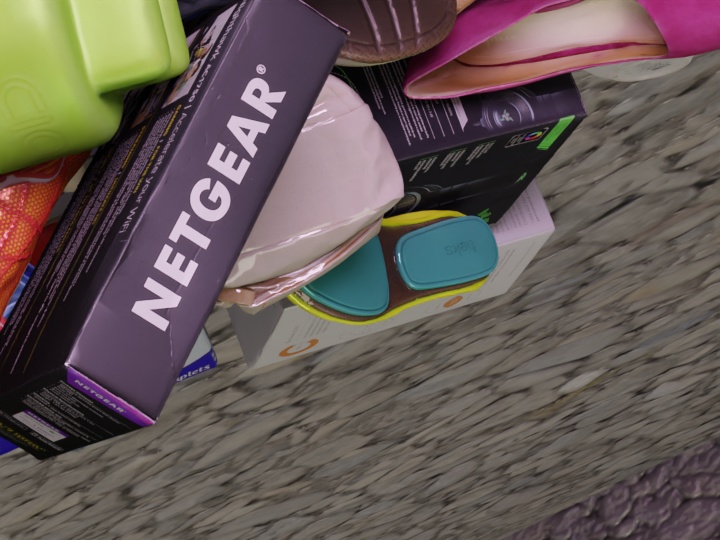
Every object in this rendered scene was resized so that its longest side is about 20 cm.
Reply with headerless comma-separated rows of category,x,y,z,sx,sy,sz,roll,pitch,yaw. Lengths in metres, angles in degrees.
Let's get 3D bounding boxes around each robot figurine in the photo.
robot figurine,-0.179,-0.096,0.985,0.199,0.116,0.175,-13,-174,8

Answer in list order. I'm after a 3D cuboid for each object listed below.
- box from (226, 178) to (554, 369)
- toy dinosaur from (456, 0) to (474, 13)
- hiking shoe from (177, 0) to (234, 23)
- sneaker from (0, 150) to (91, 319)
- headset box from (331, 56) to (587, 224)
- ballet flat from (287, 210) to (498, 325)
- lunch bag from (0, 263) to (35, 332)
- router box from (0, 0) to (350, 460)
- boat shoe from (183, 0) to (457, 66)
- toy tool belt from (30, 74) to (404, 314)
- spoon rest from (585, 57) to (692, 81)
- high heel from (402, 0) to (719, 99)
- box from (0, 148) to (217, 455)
box,0.010,-0.022,1.539,0.199,0.098,0.124,-17,164,-19
toy dinosaur,0.116,-0.198,1.199,0.106,0.061,0.200,4,142,-31
hiking shoe,-0.037,-0.159,1.059,0.199,0.075,0.087,-26,159,14
sneaker,-0.186,-0.004,1.038,0.200,0.073,0.077,-53,142,-32
headset box,0.019,-0.079,1.368,0.199,0.093,0.174,-15,164,-22
ballet flat,0.000,0.000,1.321,0.067,0.067,0.199,-16,173,39
lunch bag,-0.259,-0.002,1.116,0.094,0.200,0.150,-55,-167,-24
router box,-0.094,-0.019,1.016,0.051,0.201,0.149,32,158,-18
boat shoe,-0.047,-0.135,1.173,0.199,0.072,0.076,-2,170,-31
toy tool belt,-0.081,-0.039,1.193,0.199,0.126,0.123,-22,-167,-2
spoon rest,0.216,-0.167,1.429,0.199,0.061,0.099,-16,169,36
high heel,0.115,-0.122,1.222,0.096,0.199,0.068,-54,137,-27
box,-0.197,0.015,1.330,0.183,0.105,0.200,-23,157,-3
